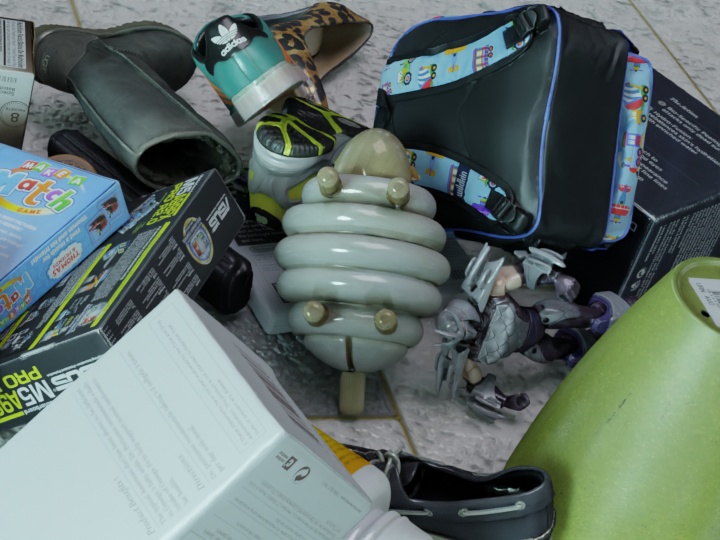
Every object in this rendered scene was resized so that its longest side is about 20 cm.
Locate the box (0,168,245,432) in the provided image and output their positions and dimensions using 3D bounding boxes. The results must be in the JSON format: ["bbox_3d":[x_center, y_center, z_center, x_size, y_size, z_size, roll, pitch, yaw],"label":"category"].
[{"bbox_3d":[-0.177,0.022,1.056,0.159,0.044,0.200,-19,24,26],"label":"box"}]

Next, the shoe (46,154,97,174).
[{"bbox_3d":[-0.281,-0.036,1.173,0.199,0.053,0.070,-11,73,-30],"label":"shoe"}]

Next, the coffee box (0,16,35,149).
[{"bbox_3d":[-0.344,-0.131,1.208,0.198,0.114,0.080,7,37,-18],"label":"coffee box"}]

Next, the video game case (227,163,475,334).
[{"bbox_3d":[-0.021,-0.025,1.298,0.199,0.023,0.182,-6,43,-30],"label":"video game case"}]

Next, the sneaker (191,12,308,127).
[{"bbox_3d":[-0.089,-0.164,1.299,0.080,0.071,0.200,55,-3,-6],"label":"sneaker"}]

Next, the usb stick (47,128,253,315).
[{"bbox_3d":[-0.157,-0.037,1.221,0.200,0.056,0.033,36,55,23],"label":"usb stick"}]

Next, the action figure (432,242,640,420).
[{"bbox_3d":[0.129,0.043,1.194,0.199,0.131,0.069,4,35,-38],"label":"action figure"}]

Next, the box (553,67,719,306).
[{"bbox_3d":[0.215,-0.076,1.392,0.199,0.118,0.197,-19,50,-40],"label":"box"}]

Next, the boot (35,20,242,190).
[{"bbox_3d":[-0.153,-0.130,1.296,0.181,0.073,0.200,-11,31,-42],"label":"boot"}]

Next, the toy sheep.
[{"bbox_3d":[0.000,0.000,1.155,0.137,0.202,0.138,10,-7,1],"label":"toy sheep"}]

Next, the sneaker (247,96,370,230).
[{"bbox_3d":[-0.045,-0.085,1.292,0.075,0.077,0.200,25,18,14],"label":"sneaker"}]

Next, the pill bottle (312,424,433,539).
[{"bbox_3d":[-0.058,0.137,0.985,0.199,0.110,0.109,32,37,18],"label":"pill bottle"}]

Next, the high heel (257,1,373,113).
[{"bbox_3d":[-0.024,-0.186,1.463,0.142,0.072,0.200,-7,33,-23],"label":"high heel"}]

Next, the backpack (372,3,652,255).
[{"bbox_3d":[0.102,-0.104,1.255,0.134,0.184,0.199,7,-1,-40],"label":"backpack"}]

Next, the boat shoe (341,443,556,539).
[{"bbox_3d":[0.029,0.132,1.058,0.198,0.063,0.073,12,38,8],"label":"boat shoe"}]

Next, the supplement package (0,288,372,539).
[{"bbox_3d":[-0.116,0.133,0.868,0.117,0.200,0.117,49,1,35],"label":"supplement package"}]

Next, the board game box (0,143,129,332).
[{"bbox_3d":[-0.268,-0.006,1.057,0.151,0.037,0.200,18,49,34],"label":"board game box"}]

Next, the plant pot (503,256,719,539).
[{"bbox_3d":[0.210,0.098,1.085,0.186,0.201,0.188,12,36,-9],"label":"plant pot"}]
